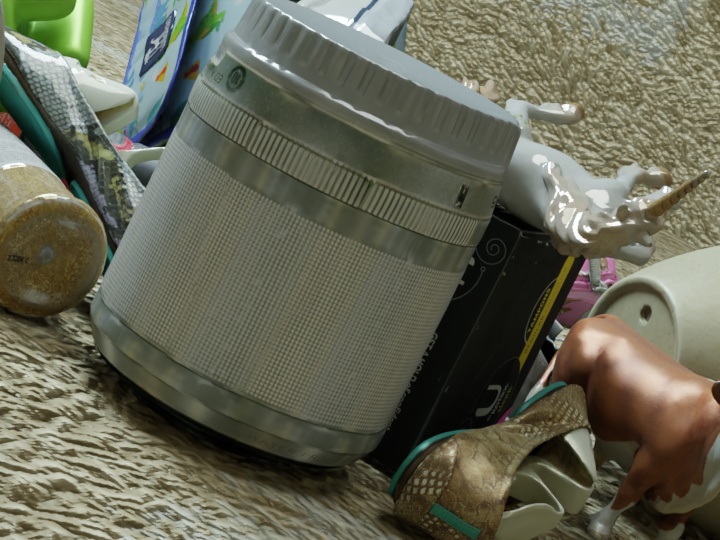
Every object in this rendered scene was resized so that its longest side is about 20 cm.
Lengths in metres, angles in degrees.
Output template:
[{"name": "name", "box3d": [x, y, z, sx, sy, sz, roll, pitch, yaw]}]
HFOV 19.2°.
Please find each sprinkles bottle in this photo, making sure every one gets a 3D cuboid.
[{"name": "sprinkles bottle", "box3d": [-0.202, -0.045, 1.136, 0.068, 0.068, 0.200, 19, 12, -36]}]

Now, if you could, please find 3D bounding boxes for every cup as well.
[{"name": "cup", "box3d": [0.216, 0.068, 1.305, 0.143, 0.201, 0.200, 13, 15, -30]}]

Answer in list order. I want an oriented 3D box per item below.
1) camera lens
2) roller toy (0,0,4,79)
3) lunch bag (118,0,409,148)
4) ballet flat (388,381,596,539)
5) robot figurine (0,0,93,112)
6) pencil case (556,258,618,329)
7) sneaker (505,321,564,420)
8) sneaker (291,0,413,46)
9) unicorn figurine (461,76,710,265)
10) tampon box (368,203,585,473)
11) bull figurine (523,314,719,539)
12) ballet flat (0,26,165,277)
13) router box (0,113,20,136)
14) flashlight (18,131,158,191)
[{"name": "camera lens", "box3d": [-0.030, -0.015, 1.045, 0.160, 0.200, 0.160, 25, 10, -5]}, {"name": "roller toy", "box3d": [-0.258, -0.090, 0.899, 0.140, 0.200, 0.182, 30, -1, 24]}, {"name": "lunch bag", "box3d": [-0.079, -0.145, 1.460, 0.199, 0.170, 0.127, -8, -35, 29]}, {"name": "ballet flat", "box3d": [0.083, 0.108, 1.099, 0.065, 0.071, 0.200, 40, 27, 18]}, {"name": "robot figurine", "box3d": [-0.261, -0.147, 1.255, 0.199, 0.176, 0.116, -5, 45, 2]}, {"name": "pencil case", "box3d": [0.070, -0.002, 1.362, 0.199, 0.087, 0.083, 3, 59, -25]}, {"name": "sneaker", "box3d": [0.111, 0.067, 1.333, 0.075, 0.082, 0.200, 28, 10, 6]}, {"name": "sneaker", "box3d": [-0.015, -0.141, 1.242, 0.071, 0.073, 0.200, 26, 8, 0]}, {"name": "unicorn figurine", "box3d": [0.109, -0.044, 1.104, 0.200, 0.074, 0.137, 17, 15, 29]}, {"name": "tampon box", "box3d": [0.000, 0.000, 1.193, 0.200, 0.150, 0.126, 31, 11, 22]}, {"name": "bull figurine", "box3d": [0.161, 0.095, 1.180, 0.065, 0.122, 0.200, 35, 2, -33]}, {"name": "ballet flat", "box3d": [-0.142, -0.063, 1.164, 0.201, 0.072, 0.072, 58, 20, 17]}, {"name": "router box", "box3d": [-0.312, -0.156, 1.487, 0.179, 0.049, 0.200, 17, 13, -43]}, {"name": "flashlight", "box3d": [-0.121, -0.038, 1.314, 0.200, 0.068, 0.068, 25, -20, -10]}]
